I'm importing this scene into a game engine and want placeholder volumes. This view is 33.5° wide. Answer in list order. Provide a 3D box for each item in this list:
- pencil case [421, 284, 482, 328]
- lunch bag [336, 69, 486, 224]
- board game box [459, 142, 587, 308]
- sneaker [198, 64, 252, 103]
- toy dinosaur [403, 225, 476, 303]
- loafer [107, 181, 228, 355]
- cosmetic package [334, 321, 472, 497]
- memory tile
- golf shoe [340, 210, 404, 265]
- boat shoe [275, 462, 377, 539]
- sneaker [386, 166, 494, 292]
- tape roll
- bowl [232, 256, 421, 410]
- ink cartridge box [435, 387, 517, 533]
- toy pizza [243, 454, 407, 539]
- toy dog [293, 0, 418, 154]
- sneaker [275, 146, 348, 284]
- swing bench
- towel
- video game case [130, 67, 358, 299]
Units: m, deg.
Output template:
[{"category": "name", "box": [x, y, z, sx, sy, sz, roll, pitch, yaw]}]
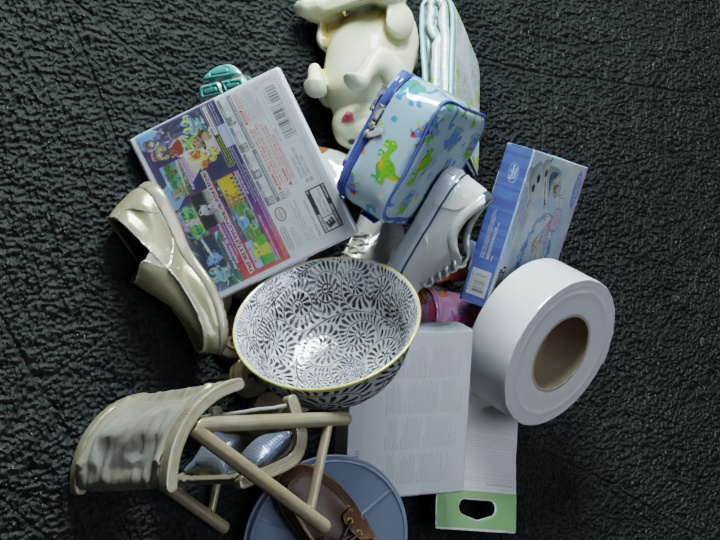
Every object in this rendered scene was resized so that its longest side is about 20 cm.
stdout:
[{"category": "pencil case", "box": [0.137, 0.075, 1.532, 0.200, 0.087, 0.088, 14, 73, -36]}, {"category": "lunch bag", "box": [0.057, -0.129, 1.333, 0.161, 0.082, 0.200, -62, 163, 11]}, {"category": "board game box", "box": [0.210, -0.051, 1.523, 0.199, 0.043, 0.200, 5, 104, -60]}, {"category": "sneaker", "box": [-0.115, -0.136, 1.363, 0.091, 0.077, 0.200, -15, 92, -66]}, {"category": "toy dinosaur", "box": [0.125, -0.015, 1.530, 0.181, 0.105, 0.200, 35, 67, -41]}, {"category": "loafer", "box": [-0.206, 0.006, 1.272, 0.068, 0.076, 0.200, -26, 86, -24]}, {"category": "cosmetic package", "box": [0.049, 0.163, 1.399, 0.151, 0.052, 0.200, 0, 100, -22]}, {"category": "memory tile", "box": [-0.102, 0.074, 1.377, 0.153, 0.017, 0.200, -33, 103, -38]}, {"category": "golf shoe", "box": [0.000, 0.000, 1.431, 0.091, 0.075, 0.200, 24, 66, -42]}, {"category": "boat shoe", "box": [-0.017, 0.290, 1.300, 0.072, 0.068, 0.200, -40, 108, -16]}, {"category": "sneaker", "box": [0.083, -0.017, 1.357, 0.071, 0.200, 0.073, 34, 24, 17]}, {"category": "tape roll", "box": [0.226, 0.089, 1.486, 0.202, 0.071, 0.203, -23, 127, -34]}, {"category": "bowl", "box": [-0.030, 0.084, 1.279, 0.201, 0.201, 0.094, -47, 143, -35]}, {"category": "ink cartridge box", "box": [0.137, 0.229, 1.524, 0.145, 0.048, 0.200, 12, 76, -37]}, {"category": "toy pizza", "box": [-0.041, 0.304, 1.346, 0.200, 0.032, 0.201, -2, 95, -24]}, {"category": "toy dog", "box": [0.007, -0.226, 1.462, 0.194, 0.139, 0.200, 16, 69, -66]}, {"category": "sneaker", "box": [-0.071, -0.064, 1.397, 0.085, 0.073, 0.200, 24, 55, 2]}, {"category": "swing bench", "box": [-0.153, 0.181, 1.198, 0.200, 0.199, 0.130, 24, 67, -34]}, {"category": "towel", "box": [0.115, -0.231, 1.533, 0.171, 0.048, 0.200, 56, 34, -61]}, {"category": "video game case", "box": [-0.126, -0.092, 1.302, 0.182, 0.023, 0.200, -25, 95, 3]}]
